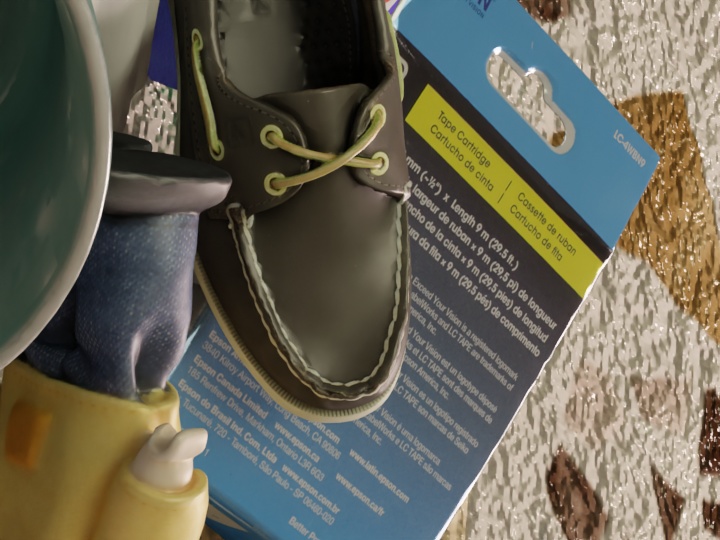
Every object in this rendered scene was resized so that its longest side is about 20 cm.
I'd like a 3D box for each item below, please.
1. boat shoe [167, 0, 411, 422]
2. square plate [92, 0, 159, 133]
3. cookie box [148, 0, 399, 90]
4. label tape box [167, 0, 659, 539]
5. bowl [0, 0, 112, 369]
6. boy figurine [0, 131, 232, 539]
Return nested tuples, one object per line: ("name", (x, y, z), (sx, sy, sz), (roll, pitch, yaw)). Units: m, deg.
("boat shoe", (-0.022, -0.053, 0.846), (0.072, 0.061, 0.201), (-11, 86, -15))
("square plate", (-0.077, -0.146, 0.861), (0.028, 0.200, 0.198), (1, 72, -8))
("cookie box", (0.004, -0.171, 0.988), (0.200, 0.075, 0.171), (-48, 153, -46))
("label tape box", (0.000, 0.000, 0.941), (0.143, 0.066, 0.200), (42, 72, -38))
("bowl", (-0.154, -0.067, 0.741), (0.201, 0.201, 0.105), (61, 21, -21))
("boy figurine", (-0.094, 0.057, 0.832), (0.064, 0.124, 0.200), (0, 107, -43))
